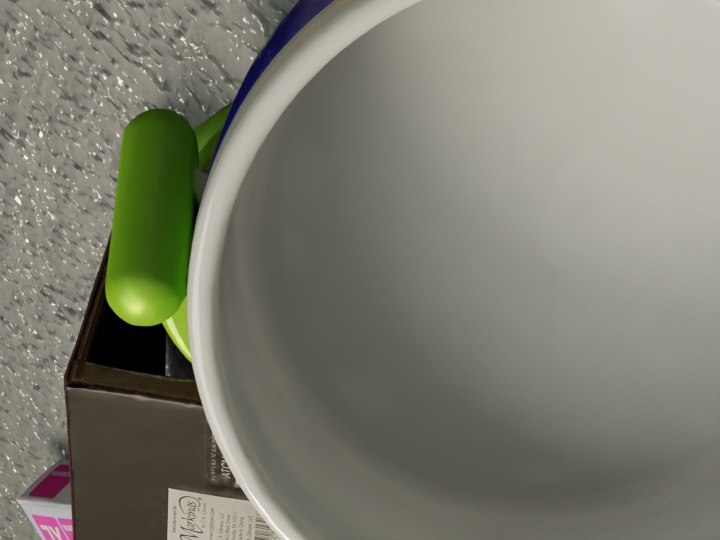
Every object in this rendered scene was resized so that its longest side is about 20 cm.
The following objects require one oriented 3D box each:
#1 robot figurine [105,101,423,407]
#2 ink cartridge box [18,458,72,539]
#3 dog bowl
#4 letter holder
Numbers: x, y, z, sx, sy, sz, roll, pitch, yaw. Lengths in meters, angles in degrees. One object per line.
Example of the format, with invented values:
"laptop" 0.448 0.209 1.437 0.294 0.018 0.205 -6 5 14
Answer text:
"robot figurine" 0.000 0.000 0.885 0.175 0.116 0.200 22 -179 -28
"ink cartridge box" -0.077 0.183 1.282 0.119 0.042 0.200 -2 125 53
"dog bowl" 0.053 -0.001 0.732 0.200 0.200 0.079 59 -171 -16
"letter holder" -0.054 0.061 1.077 0.100 0.142 0.200 8 139 3
